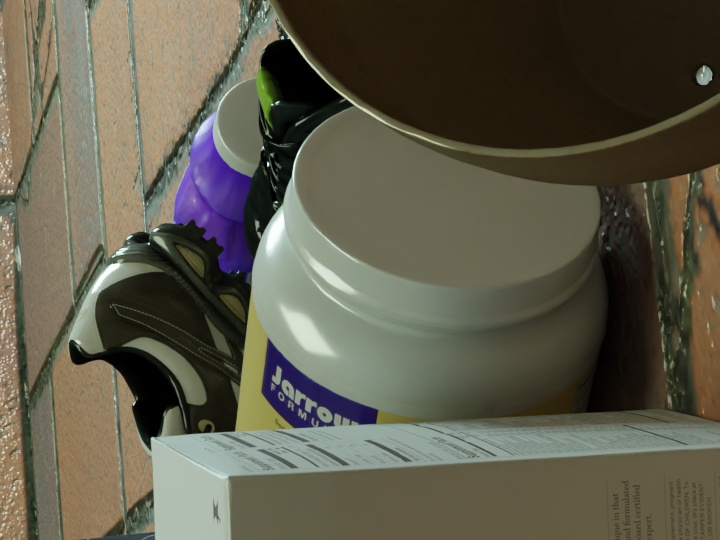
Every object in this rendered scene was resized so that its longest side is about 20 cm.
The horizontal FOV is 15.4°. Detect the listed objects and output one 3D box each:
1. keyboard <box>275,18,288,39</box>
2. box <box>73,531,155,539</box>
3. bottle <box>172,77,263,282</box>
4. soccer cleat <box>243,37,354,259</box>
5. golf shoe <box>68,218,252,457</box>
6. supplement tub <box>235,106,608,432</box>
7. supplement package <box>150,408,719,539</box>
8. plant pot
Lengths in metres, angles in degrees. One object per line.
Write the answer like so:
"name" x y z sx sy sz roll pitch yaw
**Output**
"keyboard" -0.020 -0.046 1.452 0.127 0.021 0.200 -72 -27 -78
"box" -0.145 0.287 1.884 0.200 0.132 0.115 -112 22 -53
"bottle" -0.056 -0.036 1.341 0.084 0.065 0.200 -57 -5 -20
"soccer cleat" -0.017 -0.065 1.140 0.200 0.081 0.068 -51 49 47
"golf shoe" -0.058 0.073 1.269 0.200 0.095 0.078 45 150 -7
"supplement tub" 0.023 0.044 1.103 0.145 0.145 0.200 -108 20 -48
"supplement package" 0.038 0.132 0.939 0.151 0.200 0.152 -171 80 -76
"plant pot" 0.084 -0.108 0.798 0.134 0.200 0.201 34 -136 -60
